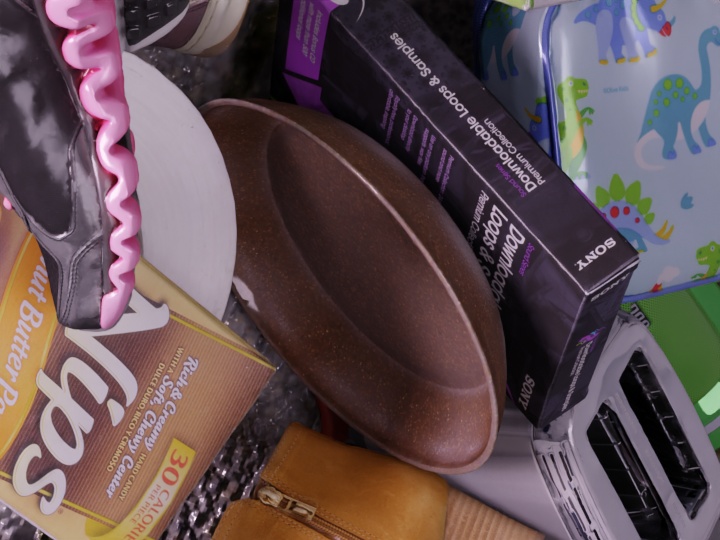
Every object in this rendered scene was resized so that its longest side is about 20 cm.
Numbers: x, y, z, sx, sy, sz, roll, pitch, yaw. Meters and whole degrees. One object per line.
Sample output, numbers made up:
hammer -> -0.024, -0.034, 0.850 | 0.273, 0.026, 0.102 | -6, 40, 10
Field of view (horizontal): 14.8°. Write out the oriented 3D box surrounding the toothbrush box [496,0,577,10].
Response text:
toothbrush box -> 0.075, -0.181, 1.211 | 0.145, 0.200, 0.086 | -14, 113, -29

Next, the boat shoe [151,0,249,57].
boat shoe -> -0.072, -0.191, 1.195 | 0.065, 0.072, 0.200 | -1, 111, -37

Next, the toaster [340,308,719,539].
toaster -> 0.086, 0.087, 1.328 | 0.114, 0.129, 0.200 | -54, 129, -36

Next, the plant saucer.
plant saucer -> 0.000, 0.000, 1.220 | 0.037, 0.200, 0.201 | -39, 122, -25

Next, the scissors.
scissors -> -0.021, 0.049, 1.333 | 0.073, 0.014, 0.200 | -46, 125, -10

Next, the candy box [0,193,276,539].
candy box -> -0.142, 0.028, 1.139 | 0.200, 0.055, 0.116 | 41, 80, -33

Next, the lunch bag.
lunch bag -> 0.148, -0.076, 1.267 | 0.200, 0.082, 0.161 | -12, 103, -29

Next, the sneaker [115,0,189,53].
sneaker -> -0.168, -0.127, 1.113 | 0.200, 0.081, 0.075 | 0, 136, -8

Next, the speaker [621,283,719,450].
speaker -> 0.123, 0.005, 1.369 | 0.088, 0.088, 0.200 | -47, 123, -12

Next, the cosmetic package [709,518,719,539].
cosmetic package -> 0.194, 0.208, 1.483 | 0.200, 0.074, 0.102 | -39, 121, -18

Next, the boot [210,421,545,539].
boot -> -0.013, 0.174, 1.244 | 0.071, 0.144, 0.201 | 98, 13, -61

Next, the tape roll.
tape roll -> -0.156, -0.010, 1.196 | 0.202, 0.071, 0.203 | -10, 109, -30

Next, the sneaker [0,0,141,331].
sneaker -> -0.135, -0.068, 1.058 | 0.095, 0.079, 0.200 | -10, 111, -5

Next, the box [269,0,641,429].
box -> 0.035, -0.037, 1.203 | 0.036, 0.200, 0.143 | -36, 162, -20
